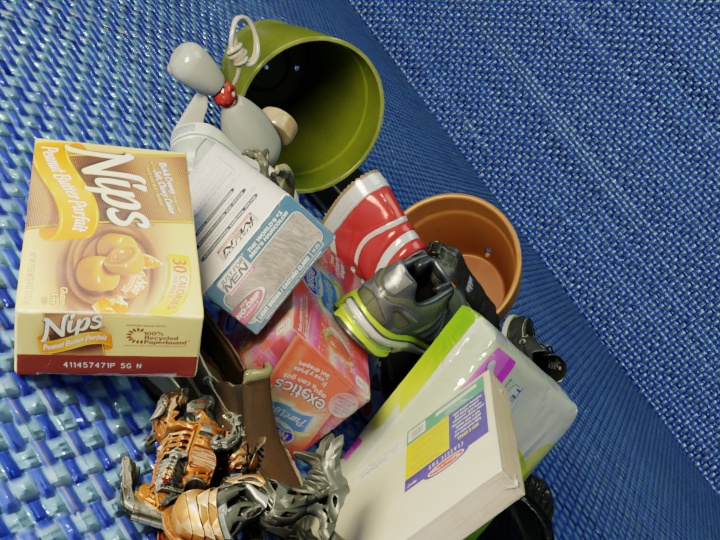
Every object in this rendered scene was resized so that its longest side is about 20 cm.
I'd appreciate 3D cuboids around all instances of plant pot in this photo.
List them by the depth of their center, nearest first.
[{"bbox_3d":[-0.096,-0.235,1.235,0.200,0.201,0.193,37,9,-38],"label":"plant pot"},{"bbox_3d":[0.132,0.014,1.314,0.202,0.198,0.140,58,2,25],"label":"plant pot"}]

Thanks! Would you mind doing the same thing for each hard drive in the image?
[{"bbox_3d":[-0.021,-0.116,1.402,0.135,0.042,0.201,47,17,-16],"label":"hard drive"}]

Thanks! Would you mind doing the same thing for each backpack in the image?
[{"bbox_3d":[0.082,0.104,1.020,0.189,0.153,0.203,33,40,-39],"label":"backpack"}]

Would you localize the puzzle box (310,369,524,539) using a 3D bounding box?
[{"bbox_3d":[0.025,0.164,0.654,0.025,0.199,0.133,46,18,-13],"label":"puzzle box"}]

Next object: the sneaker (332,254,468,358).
[{"bbox_3d":[0.058,0.030,0.847,0.074,0.081,0.199,53,23,17],"label":"sneaker"}]

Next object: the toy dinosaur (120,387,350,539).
[{"bbox_3d":[-0.083,0.161,0.593,0.133,0.102,0.204,5,59,-24],"label":"toy dinosaur"}]

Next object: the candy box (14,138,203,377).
[{"bbox_3d":[-0.174,-0.015,0.658,0.113,0.056,0.202,4,36,-18],"label":"candy box"}]

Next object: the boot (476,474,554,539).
[{"bbox_3d":[0.143,0.247,1.003,0.213,0.078,0.159,56,20,-22],"label":"boot"}]

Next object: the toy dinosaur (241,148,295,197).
[{"bbox_3d":[-0.083,-0.072,0.938,0.201,0.047,0.089,94,-23,-59],"label":"toy dinosaur"}]

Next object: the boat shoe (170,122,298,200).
[{"bbox_3d":[-0.132,-0.080,1.007,0.200,0.069,0.073,36,44,-52],"label":"boat shoe"}]

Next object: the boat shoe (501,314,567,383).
[{"bbox_3d":[0.182,0.111,0.982,0.200,0.065,0.076,-66,137,-59],"label":"boat shoe"}]

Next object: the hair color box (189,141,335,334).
[{"bbox_3d":[-0.105,-0.034,0.791,0.060,0.100,0.200,40,-1,-30],"label":"hair color box"}]

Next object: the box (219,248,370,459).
[{"bbox_3d":[-0.061,0.056,0.828,0.095,0.102,0.201,43,19,-22],"label":"box"}]

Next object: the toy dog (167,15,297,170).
[{"bbox_3d":[-0.155,-0.174,1.064,0.132,0.095,0.202,-52,130,-40],"label":"toy dog"}]

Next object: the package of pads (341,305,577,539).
[{"bbox_3d":[0.085,0.154,0.835,0.154,0.201,0.068,38,3,-37],"label":"package of pads"}]

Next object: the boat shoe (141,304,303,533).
[{"bbox_3d":[-0.093,0.098,0.693,0.203,0.075,0.075,51,16,-1],"label":"boat shoe"}]

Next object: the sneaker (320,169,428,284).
[{"bbox_3d":[0.000,0.000,0.969,0.071,0.201,0.113,-27,73,-34],"label":"sneaker"}]
